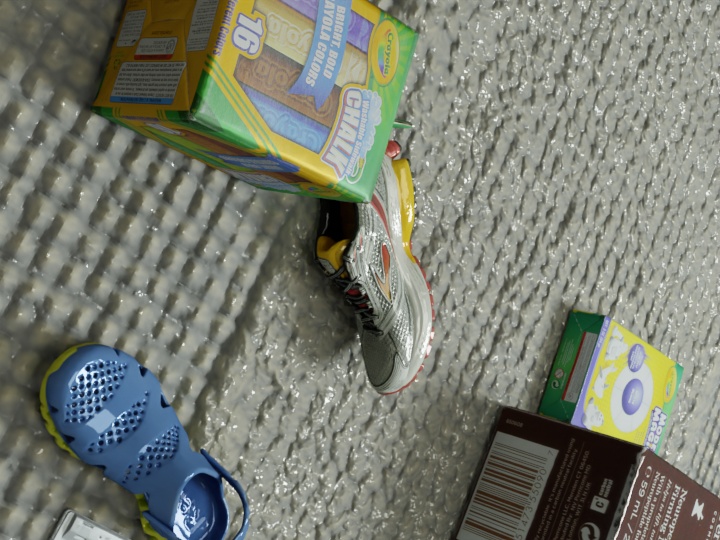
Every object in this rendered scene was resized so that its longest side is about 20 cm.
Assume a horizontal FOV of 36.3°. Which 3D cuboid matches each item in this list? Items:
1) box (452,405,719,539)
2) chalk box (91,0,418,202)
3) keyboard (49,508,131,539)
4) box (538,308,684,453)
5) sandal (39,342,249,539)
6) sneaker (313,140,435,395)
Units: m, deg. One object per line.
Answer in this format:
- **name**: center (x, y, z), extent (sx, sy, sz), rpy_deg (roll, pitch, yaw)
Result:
- **box**: center (0.218, 0.251, 1.039), extent (0.199, 0.163, 0.167), rpy_deg (33, 75, -41)
- **chalk box**: center (-0.053, -0.123, 0.739), extent (0.199, 0.124, 0.125), rpy_deg (23, 81, -42)
- **keyboard**: center (-0.152, 0.236, 0.796), extent (0.200, 0.011, 0.057), rpy_deg (41, 74, -39)
- **box**: center (0.272, 0.130, 1.152), extent (0.199, 0.048, 0.118), rpy_deg (29, 78, -44)
- **sandal**: center (-0.135, 0.127, 0.740), extent (0.080, 0.087, 0.201), rpy_deg (-50, 125, -23)
- **sneaker**: center (0.000, 0.000, 0.862), extent (0.082, 0.077, 0.202), rpy_deg (-16, 98, -36)
